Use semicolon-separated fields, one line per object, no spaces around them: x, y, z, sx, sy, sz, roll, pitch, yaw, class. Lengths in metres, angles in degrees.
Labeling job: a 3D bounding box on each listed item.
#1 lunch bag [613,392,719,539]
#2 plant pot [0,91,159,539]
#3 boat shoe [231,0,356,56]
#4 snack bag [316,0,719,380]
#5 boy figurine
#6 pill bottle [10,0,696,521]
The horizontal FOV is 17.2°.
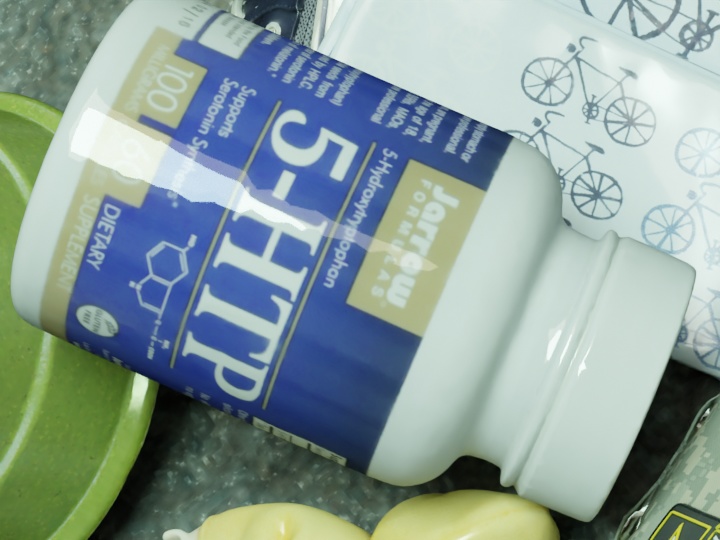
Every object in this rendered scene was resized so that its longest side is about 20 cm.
0.153;0.123;0.724;0.200;0.118;0.164;28;81;34;lunch bag
-0.202;0.016;0.819;0.199;0.190;0.201;-6;78;30;plant pot
-0.036;-0.084;0.900;0.092;0.075;0.201;5;69;13;boat shoe
0.090;-0.084;0.850;0.188;0.021;0.201;26;78;5;snack bag
-0.023;0.130;0.808;0.200;0.064;0.125;-35;62;0;boy figurine
0.000;0.000;0.770;0.199;0.120;0.120;23;75;3;pill bottle
